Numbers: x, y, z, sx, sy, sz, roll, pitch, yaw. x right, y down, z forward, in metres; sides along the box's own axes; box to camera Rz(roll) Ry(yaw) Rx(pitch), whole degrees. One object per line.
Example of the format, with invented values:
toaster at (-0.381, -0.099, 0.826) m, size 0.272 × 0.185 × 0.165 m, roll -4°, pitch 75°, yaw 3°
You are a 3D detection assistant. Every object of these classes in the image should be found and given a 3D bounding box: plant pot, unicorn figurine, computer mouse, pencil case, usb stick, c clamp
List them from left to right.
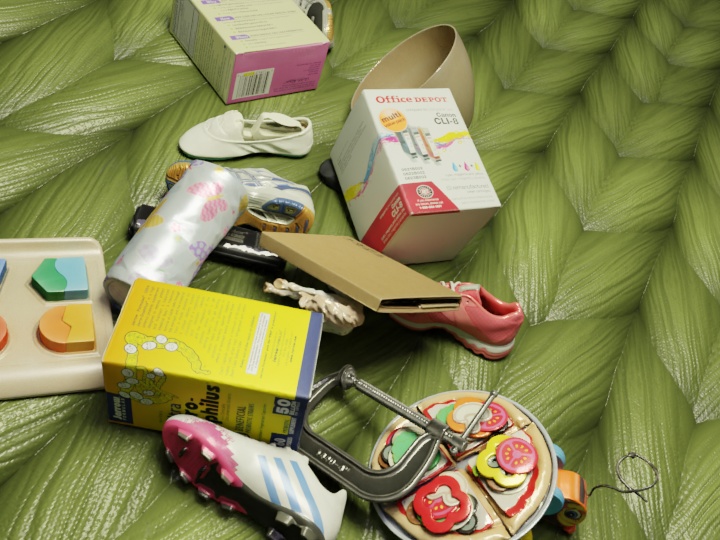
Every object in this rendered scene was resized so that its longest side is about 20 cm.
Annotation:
pencil case at (-0.208, -0.033, 0.873) m, size 0.091 × 0.083 × 0.201 m, roll 42°, pitch 58°, yaw -24°
usb stick at (-0.189, -0.041, 0.953) m, size 0.199 × 0.033 × 0.056 m, roll 13°, pitch 39°, yaw -11°
unicorn figurine at (-0.046, 0.041, 0.889) m, size 0.137 × 0.074 × 0.200 m, roll 10°, pitch 14°, yaw -17°
c clamp at (0.021, 0.162, 0.810) m, size 0.199 × 0.027 × 0.171 m, roll 21°, pitch 56°, yaw 27°
computer mouse at (0.036, -0.135, 1.129) m, size 0.199 × 0.034 × 0.059 m, roll 9°, pitch 46°, yaw -15°
plant pot at (0.102, -0.267, 1.192) m, size 0.134 × 0.200 × 0.201 m, roll 46°, pitch 36°, yaw -31°

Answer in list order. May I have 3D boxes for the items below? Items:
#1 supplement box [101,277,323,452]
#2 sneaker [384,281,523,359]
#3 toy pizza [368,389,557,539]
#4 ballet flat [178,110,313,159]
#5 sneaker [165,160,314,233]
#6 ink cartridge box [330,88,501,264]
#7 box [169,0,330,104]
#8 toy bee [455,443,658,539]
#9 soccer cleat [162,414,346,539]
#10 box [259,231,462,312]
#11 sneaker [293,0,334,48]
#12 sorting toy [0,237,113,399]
supplement box at (-0.147, 0.099, 0.774) m, size 0.199 × 0.109 × 0.110 m, roll 11°, pitch 46°, yaw -3°
sneaker at (0.116, 0.038, 0.967) m, size 0.199 × 0.087 × 0.074 m, roll 20°, pitch 44°, yaw -3°
toy pizza at (0.103, 0.200, 0.789) m, size 0.199 × 0.032 × 0.201 m, roll -10°, pitch 41°, yaw 8°
ballet flat at (-0.160, -0.201, 1.088) m, size 0.199 × 0.070 × 0.070 m, roll -4°, pitch 51°, yaw -25°
sneaker at (-0.158, -0.102, 1.005) m, size 0.199 × 0.075 × 0.088 m, roll 19°, pitch 33°, yaw -14°
ink cartridge box at (0.068, -0.128, 1.034) m, size 0.145 × 0.145 × 0.201 m, roll -7°, pitch 64°, yaw -27°
box at (-0.182, -0.378, 1.219) m, size 0.175 × 0.097 × 0.200 m, roll -20°, pitch 60°, yaw -34°
toy bee at (0.201, 0.248, 0.816) m, size 0.199 × 0.109 × 0.131 m, roll 18°, pitch 48°, yaw 30°
soccer cleat at (-0.103, 0.200, 0.750) m, size 0.200 × 0.070 × 0.086 m, roll 36°, pitch 37°, yaw 4°
box at (0.000, 0.000, 0.898) m, size 0.200 × 0.021 × 0.163 m, roll 29°, pitch 18°, yaw 36°
sneaker at (-0.100, -0.460, 1.358) m, size 0.087 × 0.076 × 0.201 m, roll -10°, pitch 49°, yaw -10°
sorting toy at (-0.362, 0.041, 0.804) m, size 0.184 × 0.037 × 0.201 m, roll -3°, pitch 51°, yaw -24°
